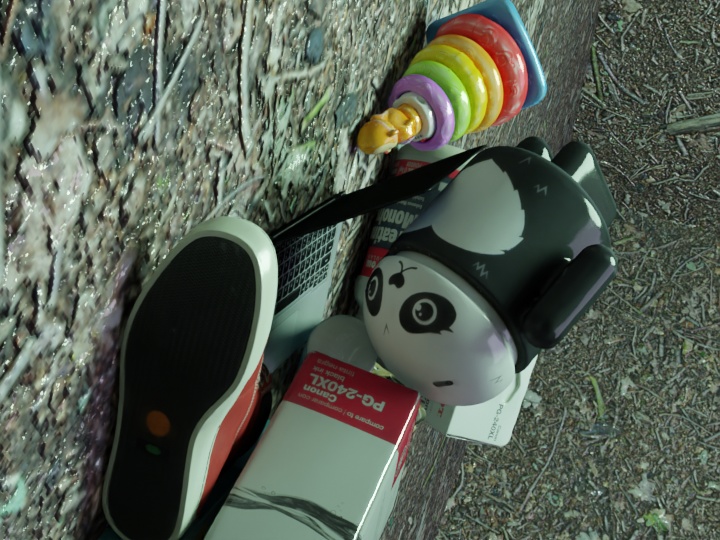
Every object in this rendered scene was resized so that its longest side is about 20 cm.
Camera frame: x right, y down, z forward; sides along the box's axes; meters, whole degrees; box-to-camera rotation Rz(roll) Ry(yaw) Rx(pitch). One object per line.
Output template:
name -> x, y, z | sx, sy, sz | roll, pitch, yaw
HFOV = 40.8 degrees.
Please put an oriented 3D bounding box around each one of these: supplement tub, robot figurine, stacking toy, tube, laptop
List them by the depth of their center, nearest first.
robot figurine -> 0.089, -0.004, 0.657 | 0.200, 0.125, 0.150 | -46, 175, -19
laptop -> 0.000, 0.000, 0.730 | 0.187, 0.115, 0.203 | -39, 144, -65
tube -> -0.025, 0.064, 0.771 | 0.078, 0.050, 0.200 | -47, -178, -8
stacking toy -> 0.067, -0.152, 0.865 | 0.200, 0.115, 0.111 | -39, 110, -36
supplement tub -> 0.075, -0.013, 0.958 | 0.140, 0.139, 0.203 | 31, 77, -76

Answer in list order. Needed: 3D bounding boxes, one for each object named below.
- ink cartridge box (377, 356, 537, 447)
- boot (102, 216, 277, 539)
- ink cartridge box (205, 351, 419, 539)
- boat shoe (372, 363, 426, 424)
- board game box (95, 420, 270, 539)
ink cartridge box -> 0.100, 0.093, 1.087 | 0.200, 0.083, 0.147 | 23, -83, 63
boot -> -0.080, 0.048, 0.576 | 0.202, 0.072, 0.144 | -70, 169, 23
ink cartridge box -> -0.041, 0.177, 0.601 | 0.146, 0.082, 0.201 | 100, 15, -47
boat shoe -> -0.006, 0.110, 0.840 | 0.075, 0.075, 0.200 | -25, -178, -18
board game box -> -0.120, 0.205, 0.650 | 0.200, 0.046, 0.153 | -42, 147, -64
